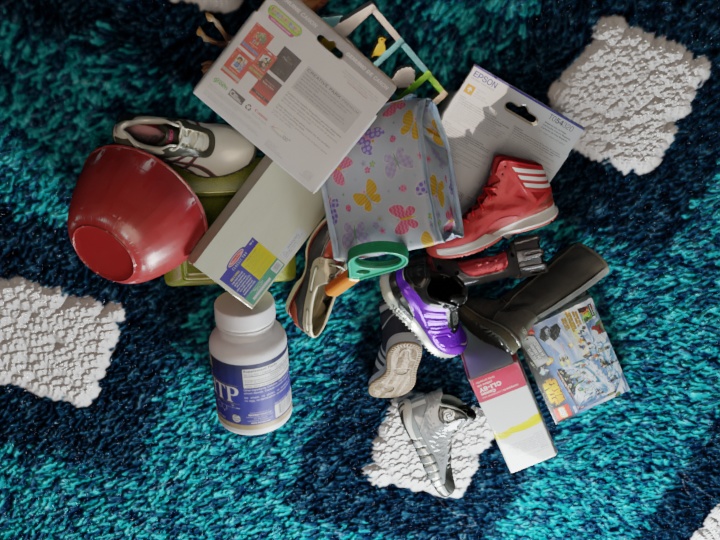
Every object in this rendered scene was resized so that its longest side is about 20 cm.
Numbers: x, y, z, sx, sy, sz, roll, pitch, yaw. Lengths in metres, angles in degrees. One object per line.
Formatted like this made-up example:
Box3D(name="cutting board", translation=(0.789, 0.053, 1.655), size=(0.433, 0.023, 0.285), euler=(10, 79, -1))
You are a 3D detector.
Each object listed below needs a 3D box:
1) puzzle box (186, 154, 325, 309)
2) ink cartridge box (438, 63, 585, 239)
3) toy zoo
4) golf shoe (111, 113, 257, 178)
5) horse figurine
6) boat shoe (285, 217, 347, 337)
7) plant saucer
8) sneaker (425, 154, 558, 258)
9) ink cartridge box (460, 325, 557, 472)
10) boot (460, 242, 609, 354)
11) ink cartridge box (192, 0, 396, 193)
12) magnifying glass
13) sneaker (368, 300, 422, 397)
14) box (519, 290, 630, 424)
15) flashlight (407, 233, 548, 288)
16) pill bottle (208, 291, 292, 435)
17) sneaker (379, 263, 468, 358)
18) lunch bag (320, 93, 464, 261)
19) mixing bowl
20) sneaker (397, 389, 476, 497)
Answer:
Box3D(name="puzzle box", translation=(-0.137, -0.058, 1.405), size=(0.201, 0.025, 0.133), euler=(-52, 134, -4))
Box3D(name="ink cartridge box", translation=(0.186, -0.170, 1.442), size=(0.195, 0.043, 0.201), euler=(26, 111, -17))
Box3D(name="toy zoo", translation=(0.011, -0.274, 1.379), size=(0.131, 0.021, 0.200), euler=(-40, 115, 14))
Box3D(name="golf shoe", translation=(-0.236, -0.169, 1.359), size=(0.198, 0.088, 0.078), euler=(4, 90, -11))
Box3D(name="horse figurine", translation=(-0.133, -0.328, 1.319), size=(0.132, 0.050, 0.201), euler=(29, 109, -13))
Box3D(name="boat shoe", translation=(-0.051, 0.005, 1.482), size=(0.071, 0.063, 0.201), euler=(0, 125, -42))
Box3D(name="plant saucer", translation=(-0.193, -0.059, 1.452), size=(0.198, 0.048, 0.202), euler=(-2, 118, -5))
Box3D(name="sneaker", translation=(0.174, -0.099, 1.425), size=(0.198, 0.078, 0.116), euler=(-21, 110, -7))
Box3D(name="ink cartridge box", translation=(0.227, 0.192, 1.577), size=(0.083, 0.146, 0.201), euler=(-23, 118, 7))
Box3D(name="boot", translation=(0.251, 0.027, 1.521), size=(0.200, 0.181, 0.073), euler=(-45, 128, -10))
Box3D(name="ink cartridge box", translation=(-0.078, -0.233, 1.276), size=(0.200, 0.084, 0.176), euler=(40, 104, -9))
Box3D(name="magnifying glass", translation=(0.000, 0.000, 1.368), size=(0.079, 0.023, 0.200), euler=(7, 162, -23))
Box3D(name="sneaker", translation=(0.053, 0.116, 1.570), size=(0.069, 0.109, 0.201), euler=(3, 147, -11))
Box3D(name="box", translation=(0.338, 0.140, 1.623), size=(0.136, 0.040, 0.201), euler=(-25, 117, 6))
Box3D(name="flashlight", translation=(0.172, -0.011, 1.490), size=(0.198, 0.068, 0.069), euler=(-15, 75, 14))
Box3D(name="pill bottle", translation=(-0.167, 0.134, 1.516), size=(0.118, 0.120, 0.202), euler=(-5, 117, -4))
Box3D(name="sneaker", translation=(0.120, 0.057, 1.461), size=(0.099, 0.070, 0.200), euler=(-24, 135, 26))
Box3D(name="lunch bag", translation=(0.040, -0.127, 1.370), size=(0.168, 0.127, 0.202), euler=(-11, 94, 24))
Box3D(name="mixing bowl", translation=(-0.319, -0.057, 1.355), size=(0.198, 0.109, 0.201), euler=(17, 137, 16))
Box3D(name="sneaker", translation=(0.147, 0.280, 1.657), size=(0.115, 0.075, 0.201), euler=(-25, 117, 4))
